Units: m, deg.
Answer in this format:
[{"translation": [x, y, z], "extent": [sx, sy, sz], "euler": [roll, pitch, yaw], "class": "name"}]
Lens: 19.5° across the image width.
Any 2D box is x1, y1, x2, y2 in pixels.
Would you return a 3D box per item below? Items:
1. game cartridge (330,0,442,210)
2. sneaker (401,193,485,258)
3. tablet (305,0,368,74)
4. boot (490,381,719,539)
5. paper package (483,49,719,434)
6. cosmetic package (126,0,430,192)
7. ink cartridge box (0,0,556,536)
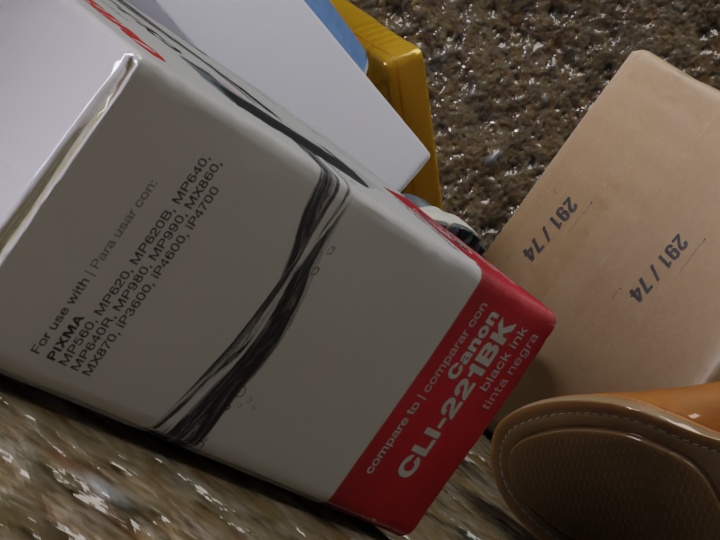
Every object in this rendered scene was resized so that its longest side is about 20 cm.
[{"translation": [-0.019, -0.070, 1.121], "extent": [0.200, 0.032, 0.177], "euler": [41, -34, 51], "class": "game cartridge"}, {"translation": [0.000, 0.000, 0.886], "extent": [0.086, 0.078, 0.200], "euler": [42, -4, 12], "class": "sneaker"}, {"translation": [-0.063, -0.138, 0.892], "extent": [0.200, 0.014, 0.130], "euler": [53, 24, -21], "class": "tablet"}, {"translation": [0.163, 0.052, 0.792], "extent": [0.155, 0.199, 0.077], "euler": [-35, 112, -53], "class": "boot"}, {"translation": [0.153, 0.019, 1.009], "extent": [0.103, 0.200, 0.191], "euler": [31, 6, -37], "class": "paper package"}, {"translation": [-0.084, -0.095, 0.801], "extent": [0.200, 0.052, 0.151], "euler": [50, -21, -19], "class": "cosmetic package"}, {"translation": [-0.060, -0.019, 0.574], "extent": [0.144, 0.084, 0.200], "euler": [39, 7, 39], "class": "ink cartridge box"}]
